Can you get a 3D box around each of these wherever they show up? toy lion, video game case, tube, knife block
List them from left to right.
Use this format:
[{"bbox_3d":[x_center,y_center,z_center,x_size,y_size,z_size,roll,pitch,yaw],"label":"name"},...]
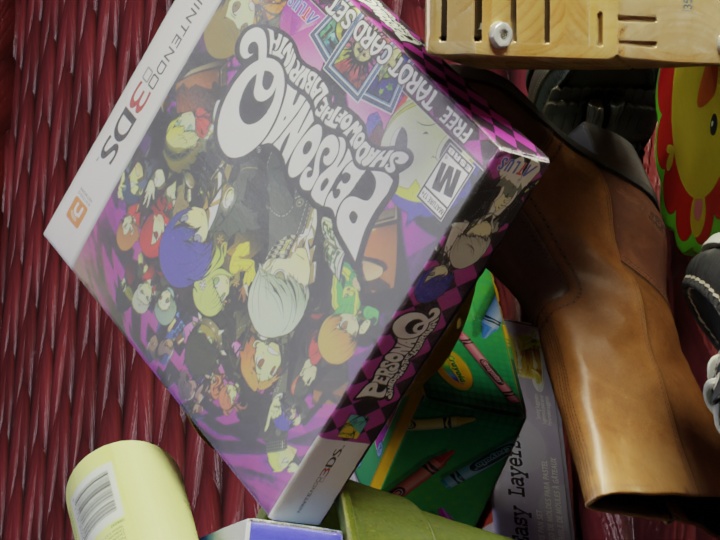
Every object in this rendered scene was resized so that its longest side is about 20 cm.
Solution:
[{"bbox_3d":[-0.078,0.146,0.985,0.058,0.052,0.200,61,-176,-35],"label":"tube"},{"bbox_3d":[-0.034,-0.029,1.032,0.200,0.036,0.182,48,115,37],"label":"video game case"},{"bbox_3d":[0.065,-0.115,1.041,0.175,0.199,0.064,3,94,55],"label":"knife block"},{"bbox_3d":[0.170,-0.070,1.073,0.192,0.068,0.201,108,163,-49],"label":"toy lion"}]

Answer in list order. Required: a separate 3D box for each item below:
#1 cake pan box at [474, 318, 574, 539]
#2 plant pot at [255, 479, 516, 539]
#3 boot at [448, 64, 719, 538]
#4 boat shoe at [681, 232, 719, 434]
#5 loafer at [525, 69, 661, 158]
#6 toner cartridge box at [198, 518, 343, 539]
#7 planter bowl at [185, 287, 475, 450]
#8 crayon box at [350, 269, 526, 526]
[{"bbox_3d":[0.054,0.154,1.347,0.200,0.052,0.185,119,158,-48],"label":"cake pan box"},{"bbox_3d":[0.053,0.190,1.080,0.200,0.189,0.201,-170,90,-74],"label":"plant pot"},{"bbox_3d":[0.072,0.019,1.070,0.068,0.188,0.201,-37,50,31],"label":"boot"},{"bbox_3d":[0.163,0.051,0.949,0.060,0.074,0.200,-35,36,-1],"label":"boat shoe"},{"bbox_3d":[0.110,-0.056,1.238,0.200,0.071,0.063,107,165,-62],"label":"loafer"},{"bbox_3d":[-0.049,0.205,1.003,0.095,0.043,0.201,148,130,-67],"label":"toner cartridge box"},{"bbox_3d":[0.000,0.000,1.168,0.200,0.083,0.201,-40,-43,-50],"label":"planter bowl"},{"bbox_3d":[0.026,0.051,1.316,0.200,0.058,0.119,-100,27,-51],"label":"crayon box"}]
